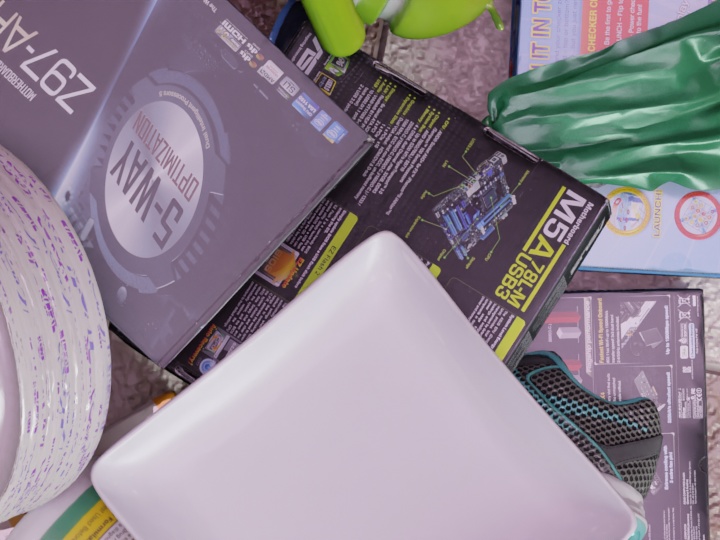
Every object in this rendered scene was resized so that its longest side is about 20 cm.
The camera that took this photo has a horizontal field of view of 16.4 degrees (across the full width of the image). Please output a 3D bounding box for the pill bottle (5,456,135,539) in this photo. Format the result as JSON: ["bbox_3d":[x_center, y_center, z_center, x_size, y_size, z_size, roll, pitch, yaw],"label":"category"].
[{"bbox_3d":[-0.092,0.197,1.283,0.200,0.113,0.113,38,87,9],"label":"pill bottle"}]

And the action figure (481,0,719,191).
[{"bbox_3d":[0.142,-0.083,1.362,0.199,0.055,0.119,-13,91,-6],"label":"action figure"}]

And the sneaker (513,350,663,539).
[{"bbox_3d":[0.074,0.078,1.362,0.199,0.078,0.091,24,62,9],"label":"sneaker"}]

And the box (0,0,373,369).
[{"bbox_3d":[-0.118,-0.076,1.271,0.200,0.044,0.160,44,89,-3],"label":"box"}]

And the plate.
[{"bbox_3d":[0.001,0.115,1.244,0.200,0.032,0.200,-39,80,-9],"label":"plate"}]

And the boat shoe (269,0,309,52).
[{"bbox_3d":[-0.024,-0.050,1.403,0.068,0.084,0.201,8,102,17],"label":"boat shoe"}]

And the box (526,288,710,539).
[{"bbox_3d":[0.117,0.112,1.413,0.157,0.050,0.201,-2,88,-2],"label":"box"}]

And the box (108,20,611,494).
[{"bbox_3d":[0.000,0.000,1.313,0.193,0.048,0.200,31,84,9],"label":"box"}]

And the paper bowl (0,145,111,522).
[{"bbox_3d":[-0.224,0.035,1.213,0.104,0.200,0.201,-20,89,-46],"label":"paper bowl"}]

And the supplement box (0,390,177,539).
[{"bbox_3d":[-0.158,0.170,1.389,0.200,0.074,0.126,-30,89,-5],"label":"supplement box"}]

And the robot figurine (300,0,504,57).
[{"bbox_3d":[-0.002,-0.197,1.322,0.199,0.116,0.176,26,57,-5],"label":"robot figurine"}]

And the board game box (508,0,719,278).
[{"bbox_3d":[0.182,-0.095,1.419,0.195,0.056,0.201,4,88,-2],"label":"board game box"}]
